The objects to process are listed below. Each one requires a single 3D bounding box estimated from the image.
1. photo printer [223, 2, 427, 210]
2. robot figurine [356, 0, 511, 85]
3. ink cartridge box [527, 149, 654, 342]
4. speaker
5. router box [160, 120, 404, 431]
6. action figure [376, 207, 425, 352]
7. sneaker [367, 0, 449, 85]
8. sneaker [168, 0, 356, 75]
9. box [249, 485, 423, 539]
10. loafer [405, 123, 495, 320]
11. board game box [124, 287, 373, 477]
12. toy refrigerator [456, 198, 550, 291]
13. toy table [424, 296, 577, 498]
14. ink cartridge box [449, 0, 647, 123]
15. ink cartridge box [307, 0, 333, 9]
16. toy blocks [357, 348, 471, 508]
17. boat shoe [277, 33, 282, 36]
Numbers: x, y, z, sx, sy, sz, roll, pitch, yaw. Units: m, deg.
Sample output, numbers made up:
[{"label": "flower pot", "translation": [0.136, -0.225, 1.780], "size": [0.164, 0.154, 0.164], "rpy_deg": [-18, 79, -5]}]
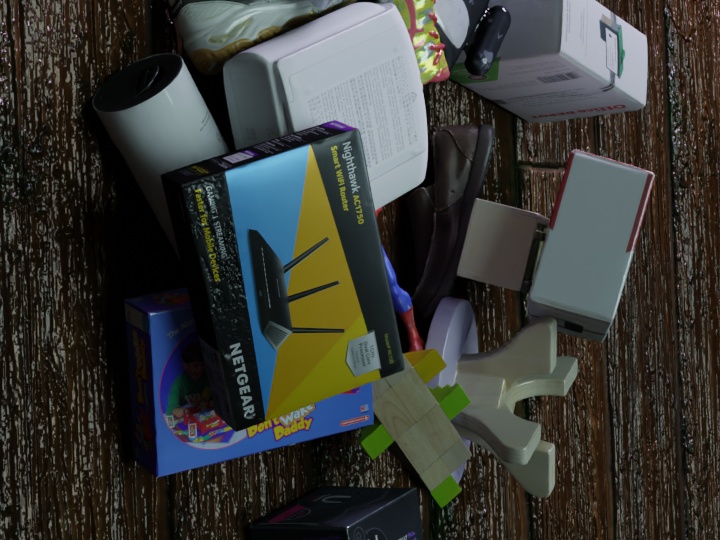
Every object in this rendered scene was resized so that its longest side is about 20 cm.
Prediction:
[{"label": "photo printer", "translation": [-0.018, -0.123, 1.546], "size": [0.200, 0.069, 0.167], "rpy_deg": [-33, 118, -48]}, {"label": "robot figurine", "translation": [0.052, -0.252, 1.766], "size": [0.151, 0.124, 0.201], "rpy_deg": [58, 48, -39]}, {"label": "ink cartridge box", "translation": [0.215, -0.018, 1.806], "size": [0.200, 0.083, 0.145], "rpy_deg": [61, 45, -82]}, {"label": "speaker", "translation": [-0.134, -0.071, 1.513], "size": [0.081, 0.081, 0.201], "rpy_deg": [-58, 133, -41]}, {"label": "router box", "translation": [-0.057, 0.002, 1.445], "size": [0.148, 0.051, 0.201], "rpy_deg": [-20, 112, -20]}, {"label": "action figure", "translation": [0.000, 0.000, 1.721], "size": [0.099, 0.065, 0.201], "rpy_deg": [-52, 130, -59]}, {"label": "sneaker", "translation": [0.043, -0.203, 1.651], "size": [0.078, 0.090, 0.201], "rpy_deg": [-84, -164, -71]}, {"label": "sneaker", "translation": [-0.069, -0.237, 1.571], "size": [0.199, 0.076, 0.088], "rpy_deg": [-27, 86, -34]}, {"label": "box", "translation": [-0.010, 0.299, 1.651], "size": [0.122, 0.106, 0.201], "rpy_deg": [-19, 104, -57]}, {"label": "loafer", "translation": [0.076, -0.051, 1.856], "size": [0.073, 0.071, 0.201], "rpy_deg": [81, 24, -79]}, {"label": "board game box", "translation": [-0.085, 0.074, 1.515], "size": [0.199, 0.045, 0.135], "rpy_deg": [-11, 109, -30]}, {"label": "toy refrigerator", "translation": [0.145, -0.023, 1.859], "size": [0.200, 0.070, 0.076], "rpy_deg": [5, 100, -81]}, {"label": "toy table", "translation": [0.129, 0.126, 1.819], "size": [0.184, 0.116, 0.201], "rpy_deg": [-59, 150, -47]}, {"label": "ink cartridge box", "translation": [0.189, -0.222, 1.953], "size": [0.200, 0.145, 0.085], "rpy_deg": [20, 70, -55]}, {"label": "ink cartridge box", "translation": [-0.069, -0.324, 1.559], "size": [0.200, 0.047, 0.160], "rpy_deg": [35, 50, -3]}, {"label": "toy blocks", "translation": [0.015, 0.102, 1.686], "size": [0.100, 0.137, 0.200], "rpy_deg": [-40, 129, -8]}, {"label": "boat shoe", "translation": [-0.072, -0.143, 1.632], "size": [0.068, 0.084, 0.201], "rpy_deg": [-17, 85, -44]}]
